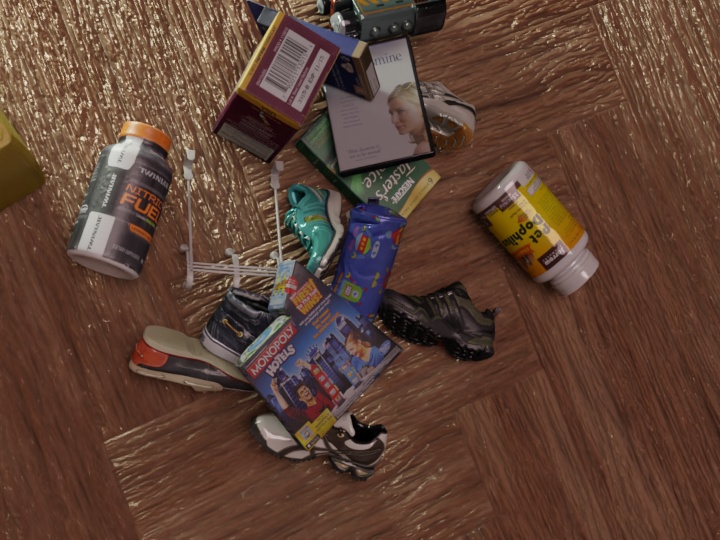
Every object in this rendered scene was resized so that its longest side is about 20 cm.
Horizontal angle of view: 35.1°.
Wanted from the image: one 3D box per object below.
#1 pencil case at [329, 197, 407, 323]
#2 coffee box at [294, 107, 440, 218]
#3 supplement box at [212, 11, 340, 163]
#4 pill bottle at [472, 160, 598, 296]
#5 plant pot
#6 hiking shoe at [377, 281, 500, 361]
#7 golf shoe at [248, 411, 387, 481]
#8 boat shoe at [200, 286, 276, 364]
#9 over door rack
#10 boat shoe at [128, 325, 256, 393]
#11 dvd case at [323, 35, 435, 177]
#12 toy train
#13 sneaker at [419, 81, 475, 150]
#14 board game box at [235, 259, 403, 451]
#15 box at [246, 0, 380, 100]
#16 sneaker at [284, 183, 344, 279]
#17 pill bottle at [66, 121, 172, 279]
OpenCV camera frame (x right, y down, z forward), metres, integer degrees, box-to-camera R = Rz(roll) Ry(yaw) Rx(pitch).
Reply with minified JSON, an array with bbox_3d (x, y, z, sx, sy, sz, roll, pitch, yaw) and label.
[{"bbox_3d":[0.000,0.000,1.616,0.086,0.078,0.203,18,103,4],"label":"pencil case"},{"bbox_3d":[0.012,-0.163,1.702,0.200,0.044,0.123,45,71,-6],"label":"coffee box"},{"bbox_3d":[-0.121,-0.250,1.592,0.102,0.200,0.132,29,74,-11],"label":"supplement box"},{"bbox_3d":[0.270,-0.060,1.733,0.200,0.109,0.109,47,71,-5],"label":"pill bottle"},{"bbox_3d":[-0.539,-0.164,1.458,0.199,0.176,0.201,-36,92,-19],"label":"plant pot"},{"bbox_3d":[0.114,0.060,1.693,0.198,0.076,0.102,24,60,-17],"label":"hiking shoe"},{"bbox_3d":[-0.055,0.221,1.583,0.197,0.095,0.078,17,34,-20],"label":"golf shoe"},{"bbox_3d":[-0.117,0.102,1.578,0.198,0.071,0.092,27,112,-18],"label":"boat shoe"},{"bbox_3d":[-0.181,-0.061,1.619,0.145,0.067,0.203,4,68,-18],"label":"over door rack"},{"bbox_3d":[-0.220,0.135,1.570,0.198,0.071,0.063,20,112,-27],"label":"boat shoe"},{"bbox_3d":[0.022,-0.242,1.660,0.140,0.018,0.203,-12,68,3],"label":"dvd case"},{"bbox_3d":[0.036,-0.401,1.714,0.197,0.086,0.115,-14,57,-19],"label":"toy train"},{"bbox_3d":[0.085,-0.258,1.738,0.198,0.076,0.088,30,44,-2],"label":"sneaker"},{"bbox_3d":[-0.074,0.098,1.527,0.200,0.061,0.201,-43,105,-24],"label":"board game box"},{"bbox_3d":[-0.072,-0.314,1.624,0.198,0.121,0.033,24,76,18],"label":"box"},{"bbox_3d":[-0.072,-0.054,1.603,0.079,0.201,0.078,20,120,-18],"label":"sneaker"},{"bbox_3d":[-0.321,-0.099,1.554,0.105,0.106,0.203,19,76,-13],"label":"pill bottle"}]
